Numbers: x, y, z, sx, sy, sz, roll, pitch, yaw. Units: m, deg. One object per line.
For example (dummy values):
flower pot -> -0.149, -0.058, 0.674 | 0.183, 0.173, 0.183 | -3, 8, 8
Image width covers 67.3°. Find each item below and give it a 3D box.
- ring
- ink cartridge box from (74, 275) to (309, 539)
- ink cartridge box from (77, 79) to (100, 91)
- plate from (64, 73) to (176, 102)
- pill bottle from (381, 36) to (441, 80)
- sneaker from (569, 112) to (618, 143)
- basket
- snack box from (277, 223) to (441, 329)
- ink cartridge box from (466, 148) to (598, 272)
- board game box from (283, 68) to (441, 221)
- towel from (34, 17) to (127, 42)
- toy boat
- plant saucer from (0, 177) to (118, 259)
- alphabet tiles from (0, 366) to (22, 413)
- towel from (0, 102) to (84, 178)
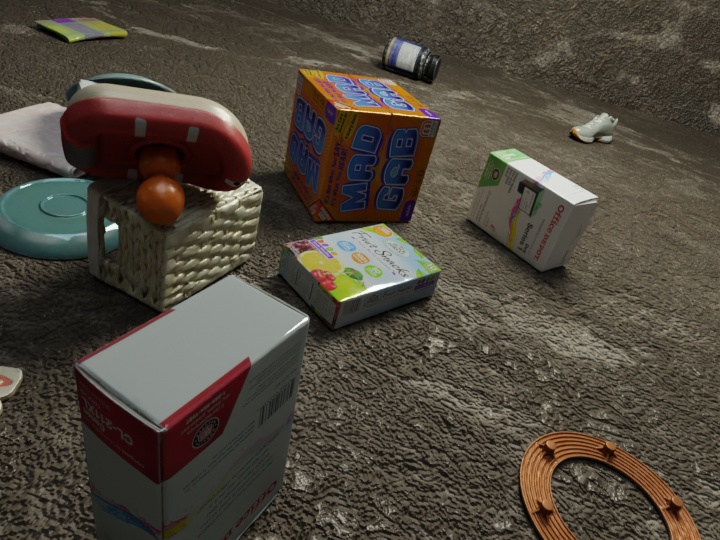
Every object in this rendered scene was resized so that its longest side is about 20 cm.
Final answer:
ring -> 0.264, 0.248, 0.568 | 0.198, 0.019, 0.201 | 11, 34, -7
ink cartridge box -> -0.123, 0.129, 0.414 | 0.082, 0.202, 0.145 | 25, 33, 20
ink cartridge box -> -0.371, -0.240, 0.931 | 0.198, 0.084, 0.146 | -2, 43, -38
plate -> -0.433, -0.322, 0.998 | 0.197, 0.026, 0.200 | -5, -5, 0
pill bottle -> 0.185, -0.756, 1.946 | 0.198, 0.113, 0.112 | 22, 33, 10
sneaker -> 0.781, -0.483, 1.809 | 0.198, 0.093, 0.076 | -9, 39, -33
basket -> -0.233, -0.058, 0.707 | 0.122, 0.137, 0.200 | 28, 36, 15
snack box -> 0.000, 0.000, 0.793 | 0.198, 0.053, 0.142 | -14, 44, -38
ink cartridge box -> 0.314, -0.115, 1.013 | 0.083, 0.146, 0.200 | -14, 43, -37
board game box -> -0.007, -0.227, 0.992 | 0.197, 0.202, 0.200 | -3, 36, -27
towel -> -0.761, -0.662, 1.488 | 0.142, 0.023, 0.200 | 27, 35, 15
toy boat -> -0.219, -0.113, 0.597 | 0.198, 0.130, 0.133 | 0, 72, -27
plant saucer -> -0.416, -0.083, 0.766 | 0.197, 0.028, 0.201 | 11, 34, -7
alphabet tiles -> -0.425, 0.116, 0.476 | 0.193, 0.015, 0.201 | 10, 33, -9
towel -> -0.521, -0.228, 0.933 | 0.198, 0.033, 0.191 | 20, 32, 5
